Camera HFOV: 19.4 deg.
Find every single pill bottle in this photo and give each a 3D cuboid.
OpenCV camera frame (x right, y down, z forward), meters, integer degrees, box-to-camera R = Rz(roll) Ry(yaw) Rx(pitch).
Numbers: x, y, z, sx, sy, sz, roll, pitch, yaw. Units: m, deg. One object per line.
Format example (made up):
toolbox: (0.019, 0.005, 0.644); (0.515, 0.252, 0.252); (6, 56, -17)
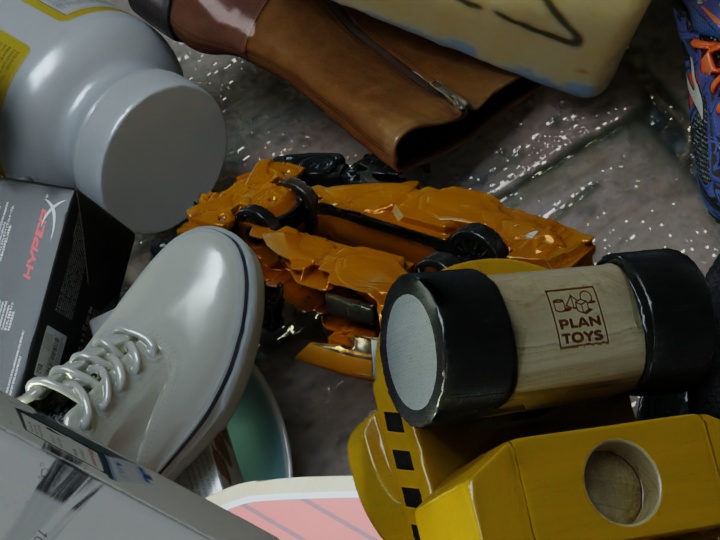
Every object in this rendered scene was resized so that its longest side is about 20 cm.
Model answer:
pill bottle: (-0.162, -0.094, 1.110); (0.200, 0.112, 0.112); (31, 76, 40)

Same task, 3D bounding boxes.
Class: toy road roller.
toy road roller: (0.068, 0.092, 0.809); (0.122, 0.146, 0.201); (-6, 71, -25)

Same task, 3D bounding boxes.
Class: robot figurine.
robot figurine: (0.000, 0.000, 0.972); (0.199, 0.059, 0.145); (16, 37, 36)

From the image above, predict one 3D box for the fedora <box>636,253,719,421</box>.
fedora: (0.184, 0.049, 0.829); (0.199, 0.092, 0.202); (-15, 52, 20)

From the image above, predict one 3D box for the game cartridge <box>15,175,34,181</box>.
game cartridge: (-0.227, 0.054, 1.050); (0.199, 0.042, 0.134); (-24, 88, 9)

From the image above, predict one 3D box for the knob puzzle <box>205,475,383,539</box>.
knob puzzle: (-0.038, 0.170, 0.860); (0.218, 0.030, 0.221); (-5, 71, 14)

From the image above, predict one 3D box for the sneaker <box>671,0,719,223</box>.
sneaker: (0.167, -0.093, 0.929); (0.075, 0.079, 0.201); (-23, 37, 16)

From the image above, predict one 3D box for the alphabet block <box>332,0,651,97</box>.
alphabet block: (0.073, -0.228, 0.956); (0.194, 0.200, 0.197); (20, 69, 0)

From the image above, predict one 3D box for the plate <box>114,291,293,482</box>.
plate: (-0.123, 0.108, 0.980); (0.199, 0.026, 0.202); (-5, 71, 15)

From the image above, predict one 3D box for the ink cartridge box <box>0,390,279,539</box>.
ink cartridge box: (-0.145, 0.128, 0.801); (0.147, 0.199, 0.086); (-61, 10, 2)

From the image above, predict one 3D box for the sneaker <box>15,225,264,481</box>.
sneaker: (-0.107, 0.062, 0.887); (0.073, 0.071, 0.201); (22, 73, 26)

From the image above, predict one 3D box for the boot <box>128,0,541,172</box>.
boot: (0.012, -0.144, 1.068); (0.199, 0.069, 0.188); (30, 44, 31)

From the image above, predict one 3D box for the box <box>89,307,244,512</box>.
box: (-0.071, 0.106, 0.930); (0.041, 0.039, 0.201); (-24, 67, 9)

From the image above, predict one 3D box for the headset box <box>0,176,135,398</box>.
headset box: (-0.223, 0.027, 0.981); (0.199, 0.075, 0.150); (9, 77, 19)
